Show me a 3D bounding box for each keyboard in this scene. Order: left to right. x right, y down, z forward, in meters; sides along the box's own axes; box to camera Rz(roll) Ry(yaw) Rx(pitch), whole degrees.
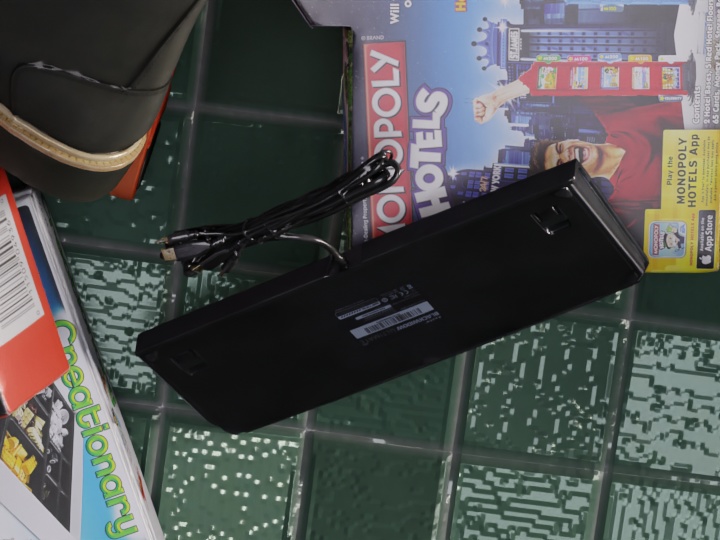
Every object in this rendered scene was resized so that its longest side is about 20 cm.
[{"bbox_3d":[0.000,0.000,1.161,0.199,0.021,0.127,-22,138,20],"label":"keyboard"}]

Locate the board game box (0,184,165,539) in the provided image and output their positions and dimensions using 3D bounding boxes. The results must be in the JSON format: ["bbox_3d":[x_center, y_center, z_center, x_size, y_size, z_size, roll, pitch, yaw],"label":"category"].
[{"bbox_3d":[-0.158,0.079,1.213,0.125,0.035,0.201,-18,98,1],"label":"board game box"}]

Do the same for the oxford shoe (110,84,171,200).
[{"bbox_3d":[-0.100,-0.117,1.140,0.072,0.071,0.201,16,124,-1],"label":"oxford shoe"}]

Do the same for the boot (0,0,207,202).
[{"bbox_3d":[-0.141,-0.132,1.079,0.199,0.078,0.139,31,130,-9],"label":"boot"}]

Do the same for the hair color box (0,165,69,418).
[{"bbox_3d":[-0.222,0.021,1.146,0.199,0.061,0.102,-14,101,23],"label":"hair color box"}]

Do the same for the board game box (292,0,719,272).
[{"bbox_3d":[0.045,-0.103,1.183,0.198,0.062,0.202,1,101,0],"label":"board game box"}]
